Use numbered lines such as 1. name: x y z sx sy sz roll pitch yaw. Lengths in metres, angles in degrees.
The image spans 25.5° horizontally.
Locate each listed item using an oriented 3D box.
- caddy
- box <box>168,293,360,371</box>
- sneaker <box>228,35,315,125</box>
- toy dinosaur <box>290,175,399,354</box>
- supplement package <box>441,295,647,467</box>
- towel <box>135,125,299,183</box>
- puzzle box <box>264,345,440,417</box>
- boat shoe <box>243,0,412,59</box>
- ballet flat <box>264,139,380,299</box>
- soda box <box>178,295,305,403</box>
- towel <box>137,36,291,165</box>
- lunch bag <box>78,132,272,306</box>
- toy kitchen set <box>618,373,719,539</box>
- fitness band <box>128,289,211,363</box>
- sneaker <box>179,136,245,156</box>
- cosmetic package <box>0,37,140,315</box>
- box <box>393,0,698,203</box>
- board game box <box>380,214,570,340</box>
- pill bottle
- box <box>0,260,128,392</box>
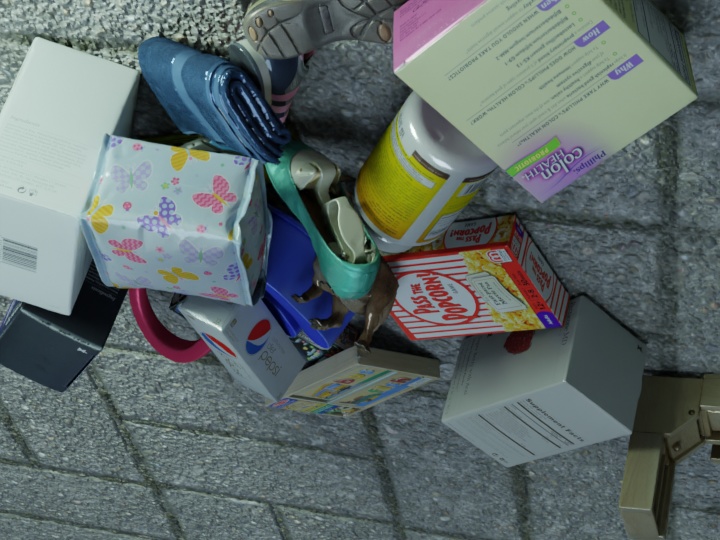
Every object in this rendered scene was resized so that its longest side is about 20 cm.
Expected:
1. caddy: -0.077 -0.004 1.795 0.141 0.105 0.200 17 156 49
2. box: -0.118 0.063 1.964 0.200 0.040 0.137 34 143 -23
3. sneaker: -0.077 -0.188 1.559 0.070 0.082 0.200 52 169 8
4. toy dinosaur: 0.000 0.000 1.716 0.086 0.136 0.200 13 147 42
5. supplement package: 0.212 0.131 1.837 0.120 0.122 0.200 36 142 -26
6. towel: -0.147 -0.118 1.733 0.199 0.018 0.086 -2 141 27
7. puzzle box: -0.012 0.142 2.000 0.133 0.026 0.200 12 154 -35
8. boat shoe: -0.009 -0.248 1.433 0.199 0.073 0.075 -8 130 1
9. ballet flat: -0.033 -0.068 1.605 0.067 0.201 0.070 -14 156 -34
10. soda box: -0.132 0.075 1.821 0.068 0.064 0.200 26 163 28
11. towel: -0.148 -0.166 1.543 0.112 0.049 0.200 54 166 -31
12. lunch bag: -0.181 -0.041 1.619 0.169 0.128 0.200 8 152 7
13. toy kitchen set: 0.421 0.240 1.850 0.199 0.181 0.163 2 145 21
14. fitness band: -0.214 0.032 1.910 0.144 0.037 0.200 50 139 -1
15. sneaker: -0.187 -0.102 1.705 0.199 0.082 0.073 -26 111 25
16. cosmetic package: -0.324 -0.097 1.679 0.122 0.201 0.200 17 147 -4
17. box: 0.158 -0.188 1.376 0.176 0.097 0.200 -35 122 29
18. board game box: 0.111 0.011 1.776 0.199 0.046 0.152 -7 140 33
19. pill bottle: 0.062 -0.097 1.584 0.109 0.110 0.200 23 146 -9
20. box: -0.332 0.017 1.847 0.104 0.201 0.148 28 145 -15
